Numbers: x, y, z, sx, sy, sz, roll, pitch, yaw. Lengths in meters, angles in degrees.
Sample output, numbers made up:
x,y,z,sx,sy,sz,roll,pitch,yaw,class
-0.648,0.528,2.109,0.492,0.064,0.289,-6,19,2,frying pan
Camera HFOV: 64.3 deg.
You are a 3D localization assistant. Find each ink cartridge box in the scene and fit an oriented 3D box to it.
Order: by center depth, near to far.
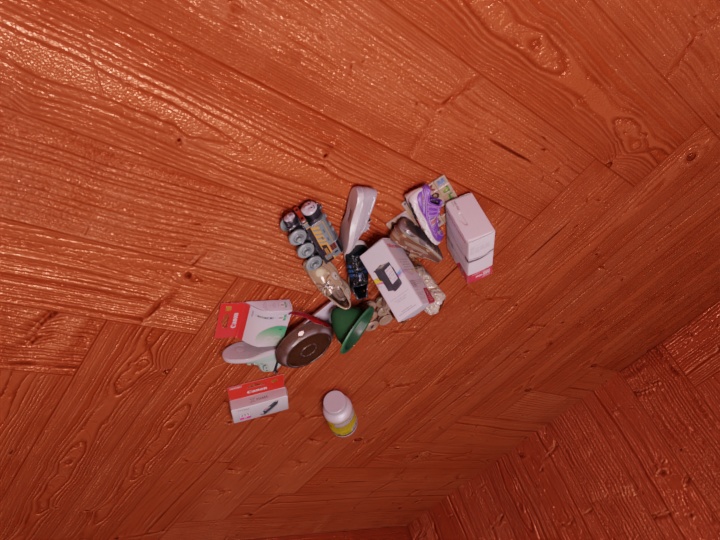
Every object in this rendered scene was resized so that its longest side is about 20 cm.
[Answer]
x,y,z,sx,sy,sz,roll,pitch,yaw,class
0.099,0.023,1.519,0.082,0.202,0.145,-35,169,18,ink cartridge box
0.296,-0.086,1.556,0.081,0.149,0.201,-21,147,-4,ink cartridge box
-0.305,0.154,1.626,0.196,0.051,0.163,-3,138,-27,ink cartridge box
-0.345,0.435,1.940,0.195,0.044,0.175,-12,142,-14,ink cartridge box

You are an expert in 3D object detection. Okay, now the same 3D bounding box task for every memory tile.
x,y,z,sx,sy,sz,roll,pitch,yaw,class
0.009,0.154,1.788,0.197,0.017,0.155,-24,144,-12,memory tile

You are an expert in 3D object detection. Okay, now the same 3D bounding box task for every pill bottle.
x,y,z,sx,sy,sz,roll,pitch,yaw,class
-0.079,0.529,2.128,0.110,0.114,0.202,-19,142,-4,pill bottle

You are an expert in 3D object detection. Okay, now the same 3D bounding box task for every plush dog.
x,y,z,sx,sy,sz,roll,pitch,yaw,class
0.133,0.064,1.667,0.171,0.200,0.161,-39,107,7,plush dog

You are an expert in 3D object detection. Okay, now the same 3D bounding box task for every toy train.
x,y,z,sx,sy,sz,roll,pitch,yaw,class
-0.118,-0.086,1.415,0.113,0.086,0.201,-34,141,-5,toy train

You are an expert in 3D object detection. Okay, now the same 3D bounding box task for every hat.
x,y,z,sx,sy,sz,roll,pitch,yaw,class
-0.075,0.127,1.683,0.167,0.174,0.200,-54,166,-7,hat

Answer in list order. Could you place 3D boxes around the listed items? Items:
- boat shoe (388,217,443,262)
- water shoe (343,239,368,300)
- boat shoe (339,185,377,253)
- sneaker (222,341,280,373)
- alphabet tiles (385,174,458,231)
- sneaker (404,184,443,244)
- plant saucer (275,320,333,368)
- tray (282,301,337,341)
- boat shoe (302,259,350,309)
x,y,z,sx,sy,sz,roll,pitch,yaw,class
0.151,-0.073,1.564,0.071,0.077,0.199,-37,131,24,boat shoe
0.000,0.000,1.571,0.070,0.080,0.202,-17,142,-8,water shoe
-0.005,-0.125,1.438,0.067,0.073,0.203,-4,129,-22,boat shoe
-0.321,0.274,1.730,0.196,0.074,0.120,-6,133,-25,sneaker
0.170,-0.153,1.536,0.198,0.008,0.167,-33,141,12,alphabet tiles
0.185,-0.143,1.490,0.083,0.081,0.201,-32,141,3,sneaker
-0.161,0.232,1.731,0.197,0.032,0.202,-26,146,-19,plant saucer
-0.136,0.159,1.715,0.199,0.022,0.107,-38,149,8,tray
-0.086,0.036,1.572,0.071,0.066,0.200,-30,133,12,boat shoe
